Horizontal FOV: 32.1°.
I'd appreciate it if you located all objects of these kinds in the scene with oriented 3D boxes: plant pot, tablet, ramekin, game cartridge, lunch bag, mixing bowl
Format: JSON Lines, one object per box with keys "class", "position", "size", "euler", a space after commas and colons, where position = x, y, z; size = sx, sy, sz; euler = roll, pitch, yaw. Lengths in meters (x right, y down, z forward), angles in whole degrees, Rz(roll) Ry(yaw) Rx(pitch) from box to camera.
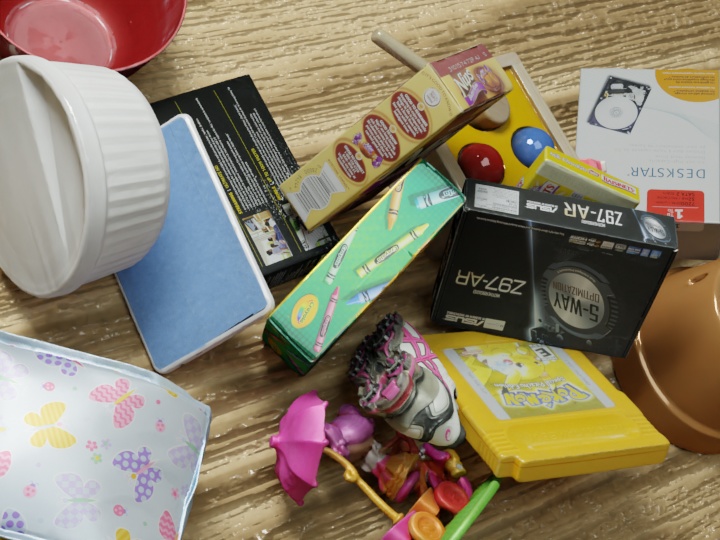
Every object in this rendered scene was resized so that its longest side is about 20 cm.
{"class": "plant pot", "position": [0.377, 0.072, 1.283], "size": [0.199, 0.140, 0.201], "euler": [10, 62, -19]}
{"class": "tablet", "position": [-0.166, -0.024, 1.109], "size": [0.201, 0.130, 0.014], "euler": [65, 17, 14]}
{"class": "ramekin", "position": [-0.242, -0.082, 1.053], "size": [0.094, 0.202, 0.203], "euler": [-12, 70, -41]}
{"class": "game cartridge", "position": [0.160, 0.118, 1.161], "size": [0.176, 0.033, 0.200], "euler": [-3, 29, -26]}
{"class": "lunch bag", "position": [-0.228, 0.161, 0.976], "size": [0.199, 0.127, 0.170], "euler": [14, 58, -6]}
{"class": "mixing bowl", "position": [-0.272, -0.242, 1.166], "size": [0.199, 0.108, 0.201], "euler": [11, 62, -20]}

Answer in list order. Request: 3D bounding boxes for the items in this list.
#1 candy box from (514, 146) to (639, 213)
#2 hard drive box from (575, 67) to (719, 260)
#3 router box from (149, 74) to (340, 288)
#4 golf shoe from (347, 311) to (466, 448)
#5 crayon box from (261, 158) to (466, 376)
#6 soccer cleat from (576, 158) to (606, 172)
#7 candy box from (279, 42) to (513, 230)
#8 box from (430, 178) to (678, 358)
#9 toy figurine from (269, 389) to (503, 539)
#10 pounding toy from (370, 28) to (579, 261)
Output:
{"class": "candy box", "position": [0.171, -0.028, 1.204], "size": [0.102, 0.200, 0.026], "euler": [24, 44, -11]}
{"class": "hard drive box", "position": [0.308, -0.116, 1.346], "size": [0.155, 0.077, 0.201], "euler": [2, 60, 11]}
{"class": "router box", "position": [-0.129, -0.075, 1.180], "size": [0.149, 0.051, 0.201], "euler": [-21, 75, -29]}
{"class": "golf shoe", "position": [0.041, 0.102, 1.114], "size": [0.092, 0.200, 0.073], "euler": [39, 100, -14]}
{"class": "crayon box", "position": [0.000, 0.000, 1.124], "size": [0.058, 0.119, 0.200], "euler": [43, 78, 2]}
{"class": "soccer cleat", "position": [0.215, -0.027, 1.255], "size": [0.076, 0.201, 0.067], "euler": [-6, 43, 6]}
{"class": "candy box", "position": [0.032, -0.120, 1.135], "size": [0.057, 0.200, 0.117], "euler": [54, 35, 3]}
{"class": "box", "position": [0.177, 0.001, 1.182], "size": [0.199, 0.161, 0.044], "euler": [11, 46, -3]}
{"class": "toy figurine", "position": [0.014, 0.173, 1.089], "size": [0.184, 0.150, 0.200], "euler": [40, 34, 10]}
{"class": "pounding toy", "position": [0.103, -0.141, 1.264], "size": [0.184, 0.142, 0.201], "euler": [-20, 75, -31]}
